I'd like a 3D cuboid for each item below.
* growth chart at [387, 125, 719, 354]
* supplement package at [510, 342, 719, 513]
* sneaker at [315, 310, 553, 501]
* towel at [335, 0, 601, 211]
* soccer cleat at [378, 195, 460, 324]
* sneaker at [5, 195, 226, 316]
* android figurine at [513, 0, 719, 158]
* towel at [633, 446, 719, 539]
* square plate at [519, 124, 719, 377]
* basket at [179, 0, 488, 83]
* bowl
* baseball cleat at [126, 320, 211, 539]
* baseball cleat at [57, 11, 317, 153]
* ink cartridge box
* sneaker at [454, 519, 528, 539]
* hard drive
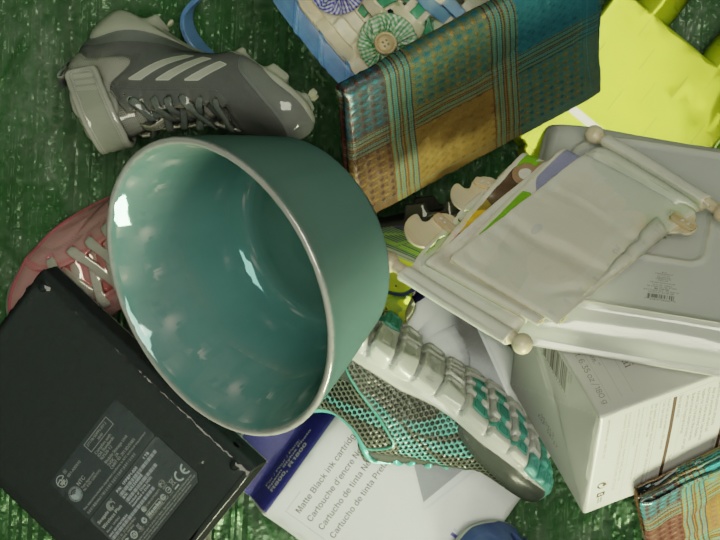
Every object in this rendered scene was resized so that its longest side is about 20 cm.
[{"bbox_3d":[0.123,-0.026,1.644,0.200,0.018,0.145,-33,52,-22],"label":"growth chart"},{"bbox_3d":[0.217,0.054,1.703,0.199,0.120,0.122,-19,55,-15],"label":"supplement package"},{"bbox_3d":[0.040,0.103,1.728,0.200,0.078,0.091,36,112,-6],"label":"sneaker"},{"bbox_3d":[0.073,-0.122,1.662,0.199,0.147,0.022,-29,58,-16],"label":"towel"},{"bbox_3d":[0.000,0.000,1.738,0.199,0.065,0.084,-9,97,18],"label":"soccer cleat"},{"bbox_3d":[-0.161,-0.018,1.733,0.200,0.105,0.076,-34,94,-1],"label":"sneaker"},{"bbox_3d":[0.189,-0.110,1.778,0.182,0.041,0.200,37,87,-3],"label":"android figurine"},{"bbox_3d":[0.284,0.140,1.741,0.199,0.147,0.022,-26,61,-2],"label":"towel"},{"bbox_3d":[0.203,-0.019,1.666,0.199,0.029,0.199,9,49,10],"label":"square plate"},{"bbox_3d":[-0.010,-0.167,1.729,0.176,0.139,0.200,47,123,-2],"label":"basket"},{"bbox_3d":[-0.058,-0.007,1.625,0.105,0.200,0.202,-29,92,-40],"label":"bowl"},{"bbox_3d":[-0.159,0.125,1.753,0.106,0.070,0.201,-12,88,4],"label":"baseball cleat"},{"bbox_3d":[-0.122,-0.108,1.700,0.107,0.199,0.070,-48,137,-19],"label":"baseball cleat"},{"bbox_3d":[0.023,0.114,1.774,0.200,0.041,0.200,35,89,-3],"label":"ink cartridge box"},{"bbox_3d":[0.139,0.267,1.730,0.080,0.115,0.200,-41,109,-1],"label":"sneaker"},{"bbox_3d":[-0.180,0.115,1.715,0.200,0.033,0.140,42,106,9],"label":"hard drive"}]
